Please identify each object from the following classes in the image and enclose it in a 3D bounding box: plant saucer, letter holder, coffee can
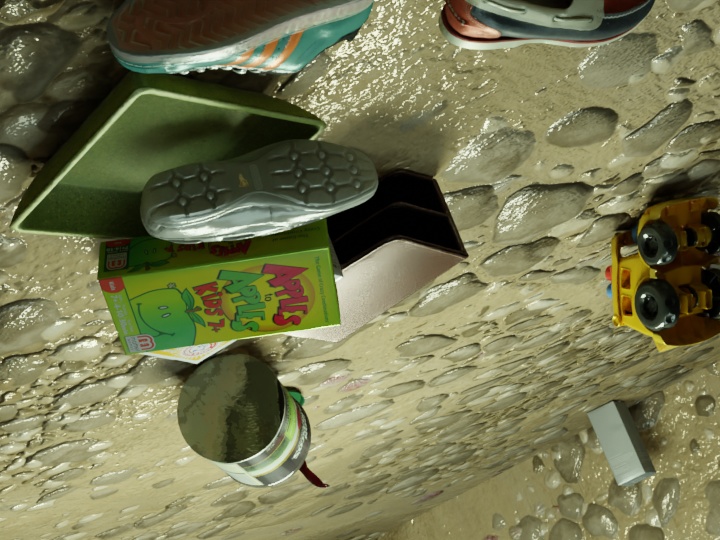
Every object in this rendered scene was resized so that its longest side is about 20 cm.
[{"bbox_3d":[-0.163,-0.097,0.927,0.199,0.048,0.199,-37,155,34],"label":"plant saucer"},{"bbox_3d":[-0.013,-0.016,1.204,0.200,0.101,0.142,-35,154,30],"label":"letter holder"},{"bbox_3d":[-0.156,0.211,1.546,0.146,0.147,0.200,-22,159,0],"label":"coffee can"}]

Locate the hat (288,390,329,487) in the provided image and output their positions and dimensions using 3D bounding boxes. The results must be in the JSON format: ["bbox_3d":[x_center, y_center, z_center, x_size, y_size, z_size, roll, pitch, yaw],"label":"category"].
[{"bbox_3d":[-0.138,0.294,1.721,0.165,0.177,0.200,-22,159,-1],"label":"hat"}]

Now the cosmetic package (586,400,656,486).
[{"bbox_3d":[0.663,0.437,2.847,0.090,0.201,0.107,-33,154,23],"label":"cosmetic package"}]

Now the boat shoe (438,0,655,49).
[{"bbox_3d":[0.160,-0.225,0.913,0.199,0.072,0.063,-10,154,-19],"label":"boat shoe"}]

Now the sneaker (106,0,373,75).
[{"bbox_3d":[-0.080,-0.168,0.801,0.199,0.072,0.080,-17,155,-17],"label":"sneaker"}]

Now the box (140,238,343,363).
[{"bbox_3d":[-0.137,0.000,1.113,0.199,0.102,0.112,-30,157,20],"label":"box"}]

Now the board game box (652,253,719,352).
[{"bbox_3d":[0.534,0.031,1.787,0.199,0.154,0.040,-14,160,-19],"label":"board game box"}]

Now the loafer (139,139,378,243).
[{"bbox_3d":[-0.084,-0.063,0.934,0.199,0.070,0.070,-7,161,-16],"label":"loafer"}]

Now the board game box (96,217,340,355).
[{"bbox_3d":[-0.122,0.013,0.997,0.198,0.048,0.102,-8,135,0],"label":"board game box"}]

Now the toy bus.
[{"bbox_3d":[0.421,-0.008,1.608,0.135,0.202,0.192,-10,-168,-27],"label":"toy bus"}]
